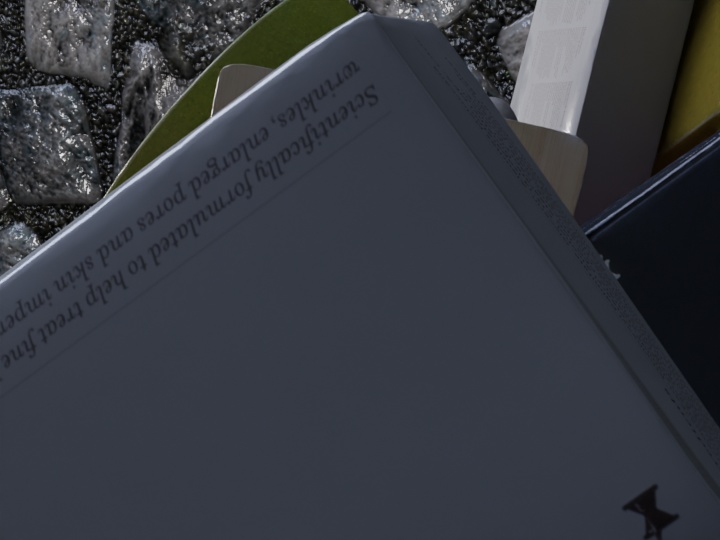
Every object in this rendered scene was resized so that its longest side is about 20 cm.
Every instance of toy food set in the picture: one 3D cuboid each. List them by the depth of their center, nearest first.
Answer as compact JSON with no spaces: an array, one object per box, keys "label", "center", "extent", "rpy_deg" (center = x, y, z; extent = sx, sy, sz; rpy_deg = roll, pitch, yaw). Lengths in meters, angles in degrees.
[{"label":"toy food set","center":[0.016,-0.054,1.136],"extent":[0.200,0.143,0.061],"rpy_deg":[74,-152,-88]}]

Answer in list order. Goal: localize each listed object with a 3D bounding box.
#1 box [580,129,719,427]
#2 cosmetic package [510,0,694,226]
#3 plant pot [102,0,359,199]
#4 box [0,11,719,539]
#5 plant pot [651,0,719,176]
[{"label":"box","center":[0.136,0.016,1.157],"extent":[0.148,0.107,0.200],"rpy_deg":[-35,-2,-16]},{"label":"cosmetic package","center":[0.118,-0.099,1.366],"extent":[0.083,0.051,0.201],"rpy_deg":[7,82,69]},{"label":"plant pot","center":[0.000,0.000,1.314],"extent":[0.187,0.200,0.187],"rpy_deg":[-47,-9,-9]},{"label":"box","center":[-0.008,0.054,0.881],"extent":[0.199,0.200,0.131],"rpy_deg":[-35,-2,9]},{"label":"plant pot","center":[0.240,-0.098,1.381],"extent":[0.200,0.194,0.195],"rpy_deg":[-56,8,-24]}]
